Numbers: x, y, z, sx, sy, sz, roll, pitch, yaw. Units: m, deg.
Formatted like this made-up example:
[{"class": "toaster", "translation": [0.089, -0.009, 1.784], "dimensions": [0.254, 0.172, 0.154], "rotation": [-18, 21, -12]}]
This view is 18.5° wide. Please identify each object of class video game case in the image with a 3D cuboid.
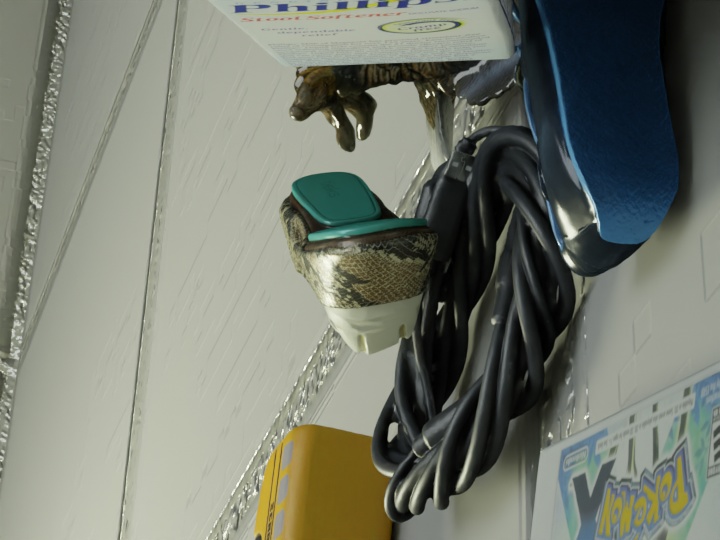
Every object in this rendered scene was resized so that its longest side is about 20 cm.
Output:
[{"class": "video game case", "translation": [0.100, 0.137, 0.813], "dimensions": [0.200, 0.022, 0.184], "rotation": [139, 141, -67]}]

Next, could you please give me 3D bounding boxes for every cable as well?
[{"class": "cable", "translation": [0.056, 0.031, 1.050], "dimensions": [0.163, 0.050, 0.202], "rotation": [-139, 65, -69]}]

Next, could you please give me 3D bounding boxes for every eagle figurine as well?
[{"class": "eagle figurine", "translation": [0.042, -0.152, 1.120], "dimensions": [0.200, 0.151, 0.152], "rotation": [-39, 72, 16]}]

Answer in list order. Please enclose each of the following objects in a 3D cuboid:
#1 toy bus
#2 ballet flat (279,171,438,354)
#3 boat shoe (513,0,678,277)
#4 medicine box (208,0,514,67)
[{"class": "toy bus", "translation": [-0.026, 0.191, 1.177], "dimensions": [0.078, 0.065, 0.202], "rotation": [131, 150, -59]}, {"class": "ballet flat", "translation": [0.000, 0.000, 1.079], "dimensions": [0.200, 0.067, 0.076], "rotation": [-138, 40, -76]}, {"class": "boat shoe", "translation": [0.088, -0.091, 0.943], "dimensions": [0.069, 0.083, 0.202], "rotation": [117, 162, -55]}, {"class": "medicine box", "translation": [0.001, -0.182, 0.835], "dimensions": [0.200, 0.102, 0.184], "rotation": [22, -114, -82]}]
